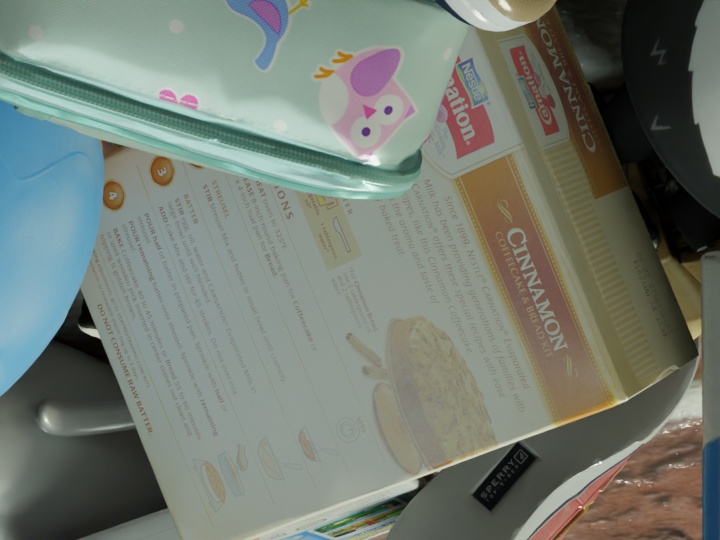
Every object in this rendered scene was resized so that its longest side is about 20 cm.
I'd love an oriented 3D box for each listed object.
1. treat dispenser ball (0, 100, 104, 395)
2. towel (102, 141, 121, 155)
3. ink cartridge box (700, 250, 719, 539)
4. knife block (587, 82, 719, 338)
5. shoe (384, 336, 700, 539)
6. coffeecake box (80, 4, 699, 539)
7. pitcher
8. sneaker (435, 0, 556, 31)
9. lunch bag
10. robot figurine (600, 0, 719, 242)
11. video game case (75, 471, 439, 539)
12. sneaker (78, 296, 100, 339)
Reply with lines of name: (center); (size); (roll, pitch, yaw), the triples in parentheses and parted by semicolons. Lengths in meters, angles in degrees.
treat dispenser ball: (-0.188, -0.035, 0.726); (0.199, 0.203, 0.201); (0, 153, 0)
towel: (-0.032, -0.090, 0.806); (0.198, 0.023, 0.144); (-4, 146, 5)
ink cartridge box: (0.176, 0.076, 0.809); (0.085, 0.148, 0.200); (0, 173, 10)
knife block: (0.085, -0.009, 0.883); (0.174, 0.065, 0.200); (-6, 158, -27)
shoe: (0.091, 0.097, 1.060); (0.200, 0.071, 0.091); (-45, 164, -6)
coffeecake box: (0.000, 0.000, 0.776); (0.199, 0.155, 0.073); (-23, 178, 32)
pitcher: (-0.142, 0.084, 1.052); (0.198, 0.122, 0.171); (5, 155, -29)
sneaker: (-0.024, -0.143, 0.554); (0.108, 0.201, 0.070); (-24, -179, 37)
lunch bag: (-0.056, -0.093, 0.628); (0.159, 0.200, 0.078); (13, 108, -13)
robot figurine: (0.168, -0.084, 0.719); (0.149, 0.126, 0.200); (13, 151, -29)
video game case: (-0.061, 0.133, 1.057); (0.198, 0.024, 0.182); (-20, 166, 7)
sneaker: (-0.050, 0.002, 0.908); (0.080, 0.074, 0.199); (21, 146, -33)
